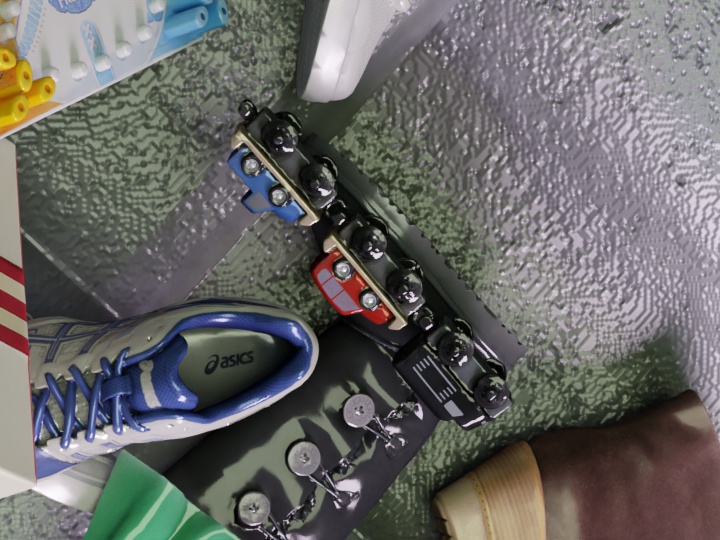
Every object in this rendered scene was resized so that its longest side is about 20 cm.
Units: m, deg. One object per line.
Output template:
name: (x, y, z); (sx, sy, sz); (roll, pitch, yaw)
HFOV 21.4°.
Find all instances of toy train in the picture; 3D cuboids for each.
toy train: (0.000, 0.000, 0.932); (0.046, 0.034, 0.200); (-38, 100, 12)

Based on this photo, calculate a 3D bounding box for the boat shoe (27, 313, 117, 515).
boat shoe: (-0.189, 0.044, 0.932); (0.199, 0.072, 0.069); (37, 89, -8)

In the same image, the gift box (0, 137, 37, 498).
gift box: (-0.252, 0.016, 0.786); (0.187, 0.198, 0.186); (35, 46, -55)

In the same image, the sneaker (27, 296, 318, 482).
sneaker: (-0.115, 0.050, 0.879); (0.198, 0.088, 0.076); (-18, 91, -19)

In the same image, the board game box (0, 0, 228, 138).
board game box: (-0.143, -0.180, 0.862); (0.026, 0.200, 0.202); (-11, 104, 29)

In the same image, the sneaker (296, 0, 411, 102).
sneaker: (0.041, -0.170, 0.966); (0.115, 0.074, 0.202); (16, 91, -15)

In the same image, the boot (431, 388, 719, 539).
boot: (0.139, 0.181, 1.041); (0.165, 0.072, 0.202); (-18, 98, -12)

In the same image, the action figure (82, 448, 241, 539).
action figure: (-0.129, 0.202, 0.909); (0.118, 0.055, 0.201); (37, 75, 2)

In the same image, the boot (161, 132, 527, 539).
boot: (-0.037, 0.054, 0.983); (0.200, 0.066, 0.165); (-43, 99, 0)
